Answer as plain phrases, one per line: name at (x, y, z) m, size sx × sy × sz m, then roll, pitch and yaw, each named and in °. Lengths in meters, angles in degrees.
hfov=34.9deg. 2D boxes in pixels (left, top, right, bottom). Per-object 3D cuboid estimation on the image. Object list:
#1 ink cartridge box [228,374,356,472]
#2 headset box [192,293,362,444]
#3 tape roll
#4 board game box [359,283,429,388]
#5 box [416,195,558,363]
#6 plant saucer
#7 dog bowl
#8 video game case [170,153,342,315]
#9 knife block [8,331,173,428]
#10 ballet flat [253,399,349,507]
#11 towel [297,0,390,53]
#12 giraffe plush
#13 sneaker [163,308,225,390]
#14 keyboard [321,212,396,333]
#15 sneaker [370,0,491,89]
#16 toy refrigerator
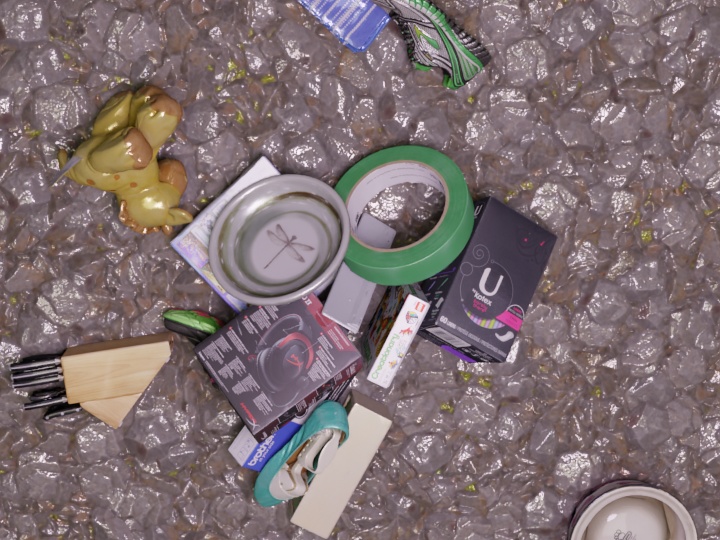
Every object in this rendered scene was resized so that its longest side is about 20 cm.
ink cartridge box at (-0.095, 0.200, 1.650) m, size 0.094 × 0.044 × 0.200 m, roll 27°, pitch 100°, yaw -47°
headset box at (-0.102, 0.113, 1.553) m, size 0.200 × 0.075 × 0.149 m, roll -36°, pitch 75°, yaw -10°
tape roll at (0.054, -0.077, 1.568) m, size 0.200 × 0.201 × 0.048 m, roll -28°, pitch 144°, yaw 1°
board game box at (0.044, 0.076, 1.583) m, size 0.034 × 0.200 × 0.127 m, roll 25°, pitch 97°, yaw -7°
box at (0.168, 0.016, 1.594) m, size 0.122 × 0.106 × 0.201 m, roll 29°, pitch 75°, yaw -17°
plant saucer at (-0.105, -0.034, 1.546) m, size 0.199 × 0.050 × 0.201 m, roll -7°, pitch 59°, yaw 13°
dog bowl at (0.404, 0.408, 1.740) m, size 0.199 × 0.074 × 0.201 m, roll -1°, pitch 101°, yaw -4°
video game case at (-0.136, -0.030, 1.627) m, size 0.181 × 0.045 × 0.200 m, roll -42°, pitch 101°, yaw 2°
knife block at (-0.386, 0.132, 1.625) m, size 0.175 × 0.064 × 0.200 m, roll 36°, pitch 95°, yaw -11°
ballet flat at (-0.084, 0.273, 1.615) m, size 0.067 × 0.070 × 0.200 m, roll 28°, pitch 108°, yaw -30°
towel at (-0.030, -0.415, 1.577) m, size 0.200 × 0.024 × 0.145 m, roll 40°, pitch 94°, yaw -10°
giraffe plush at (-0.297, -0.129, 1.552) m, size 0.200 × 0.172 × 0.162 m, roll -44°, pitch 123°, yaw -7°
sneaker at (-0.200, 0.124, 1.634) m, size 0.200 × 0.077 × 0.084 m, roll 35°, pitch 92°, yaw -9°
keyboard at (0.000, 0.000, 1.590) m, size 0.056 × 0.200 × 0.011 m, roll 26°, pitch 139°, yaw -5°
sneaker at (0.085, -0.321, 1.567) m, size 0.200 × 0.078 × 0.085 m, roll 36°, pitch 99°, yaw -20°
toy refrigerator at (-0.034, 0.281, 1.678) m, size 0.070 × 0.076 × 0.201 m, roll 27°, pitch 98°, yaw -9°
